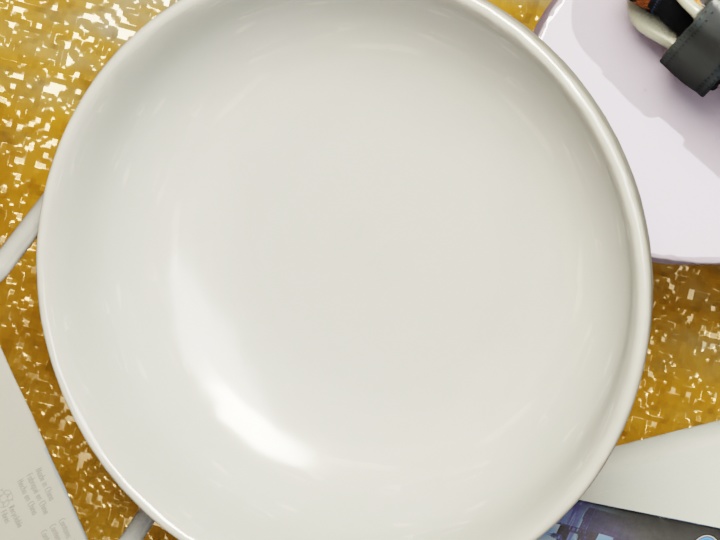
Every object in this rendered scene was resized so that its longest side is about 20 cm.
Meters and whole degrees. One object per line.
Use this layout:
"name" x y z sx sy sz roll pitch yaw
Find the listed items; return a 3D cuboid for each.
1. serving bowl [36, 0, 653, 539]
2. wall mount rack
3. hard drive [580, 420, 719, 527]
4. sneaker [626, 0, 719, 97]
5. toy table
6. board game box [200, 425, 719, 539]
"serving bowl" 0.000 0.000 0.810 0.199 0.066 0.201 3 100 16
"wall mount rack" -0.121 0.047 0.841 0.173 0.075 0.201 -30 119 -18
"hard drive" 0.134 0.118 0.901 0.199 0.027 0.132 -14 63 -5
"sneaker" 0.131 -0.076 0.789 0.079 0.078 0.201 -25 80 -12
"toy table" 0.139 -0.074 0.886 0.199 0.117 0.185 -14 90 -6
"board game box" 0.010 0.143 0.836 0.199 0.062 0.200 23 60 15
